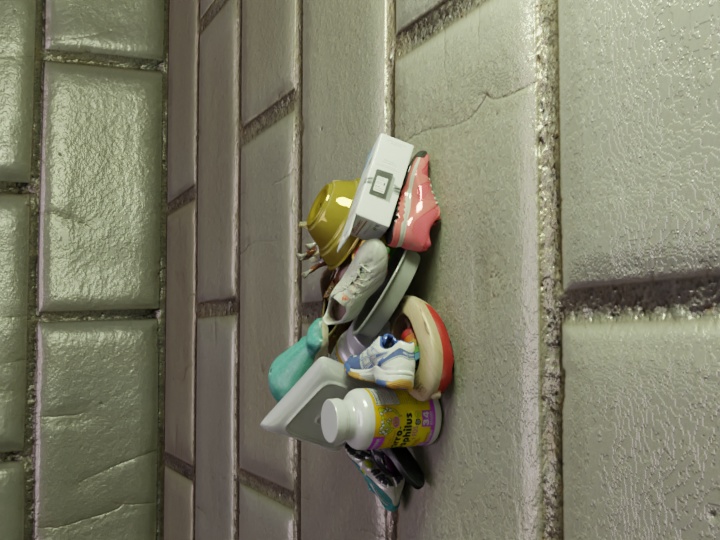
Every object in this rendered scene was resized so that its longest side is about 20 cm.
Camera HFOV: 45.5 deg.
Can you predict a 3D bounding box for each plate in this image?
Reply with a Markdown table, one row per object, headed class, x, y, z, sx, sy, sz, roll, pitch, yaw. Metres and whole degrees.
| class | x | y | z | sx | sy | sz | roll | pitch | yaw |
| --- | --- | --- | --- | --- | --- | --- | --- | --- | --- |
| plate | -0.056 | 0.266 | 1.622 | 0.200 | 0.198 | 0.032 | -48 | 38 | 20 |

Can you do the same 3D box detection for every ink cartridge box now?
| class | x | y | z | sx | sy | sz | roll | pitch | yaw |
| --- | --- | --- | --- | --- | --- | --- | --- | --- | --- |
| ink cartridge box | 0.026 | -0.125 | 1.528 | 0.116 | 0.066 | 0.203 | 131 | 157 | -72 |

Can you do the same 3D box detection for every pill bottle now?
| class | x | y | z | sx | sy | sz | roll | pitch | yaw |
| --- | --- | --- | --- | --- | --- | --- | --- | --- | --- |
| pill bottle | 0.035 | 0.257 | 1.492 | 0.104 | 0.197 | 0.106 | -179 | 90 | -64 |
| pill bottle | -0.005 | 0.185 | 1.679 | 0.201 | 0.113 | 0.115 | -63 | 36 | 41 |

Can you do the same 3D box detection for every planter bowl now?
| class | x | y | z | sx | sy | sz | roll | pitch | yaw |
| --- | --- | --- | --- | --- | --- | --- | --- | --- | --- |
| planter bowl | -0.049 | -0.110 | 1.663 | 0.201 | 0.083 | 0.201 | -54 | 19 | 27 |

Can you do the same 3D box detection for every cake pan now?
| class | x | y | z | sx | sy | sz | roll | pitch | yaw |
| --- | --- | --- | --- | --- | --- | --- | --- | --- | --- |
| cake pan | 0.049 | 0.038 | 1.553 | 0.202 | 0.036 | 0.200 | -59 | 4 | 7 |

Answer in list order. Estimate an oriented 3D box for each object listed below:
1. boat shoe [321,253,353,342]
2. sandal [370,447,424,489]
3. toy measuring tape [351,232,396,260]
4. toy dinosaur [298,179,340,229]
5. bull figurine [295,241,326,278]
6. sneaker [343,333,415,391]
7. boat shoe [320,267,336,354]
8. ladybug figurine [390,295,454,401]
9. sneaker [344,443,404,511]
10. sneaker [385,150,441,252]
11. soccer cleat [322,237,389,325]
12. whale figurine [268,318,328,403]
| class | x | y | z | sx | sy | sz | roll | pitch | yaw |
| --- | --- | --- | --- | --- | --- | --- | --- | --- | --- |
| boat shoe | -0.033 | 0.053 | 1.681 | 0.072 | 0.067 | 0.203 | 28 | 119 | 36 |
| sandal | 0.043 | 0.324 | 1.562 | 0.201 | 0.075 | 0.048 | 47 | 107 | 23 |
| toy measuring tape | 0.000 | 0.000 | 1.619 | 0.201 | 0.073 | 0.074 | -57 | 38 | 25 |
| toy dinosaur | -0.044 | -0.150 | 1.830 | 0.199 | 0.058 | 0.101 | -39 | 24 | 12 |
| bull figurine | -0.068 | -0.056 | 1.845 | 0.065 | 0.121 | 0.200 | 54 | 152 | 10 |
| sneaker | 0.040 | 0.154 | 1.489 | 0.199 | 0.074 | 0.090 | 1 | 79 | 60 |
| boat shoe | -0.049 | 0.084 | 1.840 | 0.065 | 0.072 | 0.203 | -69 | -20 | -67 |
| ladybug figurine | 0.110 | 0.135 | 1.486 | 0.136 | 0.071 | 0.202 | 120 | 143 | -47 |
| sneaker | 0.023 | 0.390 | 1.663 | 0.200 | 0.076 | 0.081 | -135 | 39 | -59 |
| sneaker | 0.105 | -0.117 | 1.522 | 0.074 | 0.086 | 0.202 | 125 | 163 | -62 |
| soccer cleat | -0.008 | 0.027 | 1.536 | 0.069 | 0.077 | 0.201 | 44 | 132 | 19 |
| whale figurine | -0.119 | 0.183 | 1.678 | 0.160 | 0.102 | 0.202 | -93 | 19 | -50 |
